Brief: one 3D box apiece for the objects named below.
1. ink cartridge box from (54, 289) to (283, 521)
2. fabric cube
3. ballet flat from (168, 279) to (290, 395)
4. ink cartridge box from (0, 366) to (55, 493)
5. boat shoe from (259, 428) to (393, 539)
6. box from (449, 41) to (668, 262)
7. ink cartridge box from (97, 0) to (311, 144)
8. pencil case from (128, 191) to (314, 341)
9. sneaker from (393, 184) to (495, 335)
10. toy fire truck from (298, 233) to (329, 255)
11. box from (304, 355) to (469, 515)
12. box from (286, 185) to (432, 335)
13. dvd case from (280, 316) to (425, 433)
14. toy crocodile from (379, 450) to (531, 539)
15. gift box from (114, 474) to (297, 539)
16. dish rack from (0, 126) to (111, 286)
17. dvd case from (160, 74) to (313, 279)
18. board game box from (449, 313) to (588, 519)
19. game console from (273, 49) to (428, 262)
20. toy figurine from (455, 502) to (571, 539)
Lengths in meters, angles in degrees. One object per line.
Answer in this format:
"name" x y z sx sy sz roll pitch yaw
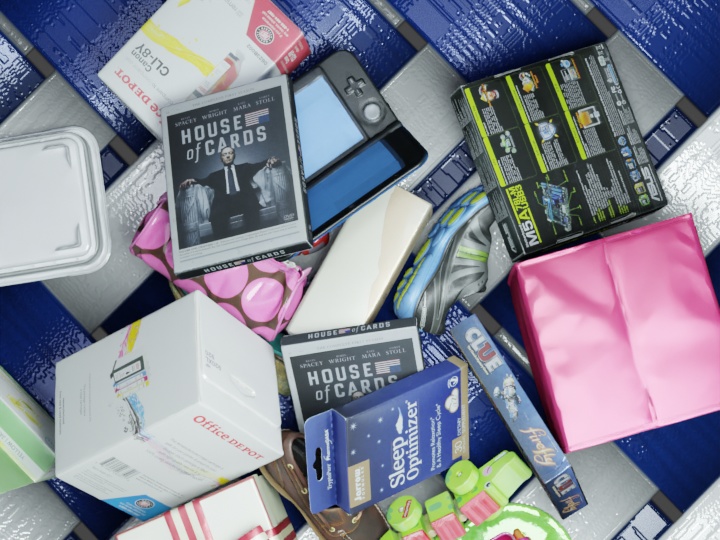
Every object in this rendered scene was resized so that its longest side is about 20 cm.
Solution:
"ink cartridge box" -0.203 0.146 1.638 0.199 0.147 0.146 -26 50 23
"fabric cube" 0.278 0.071 1.643 0.198 0.196 0.201 -16 83 3
"ballet flat" -0.144 0.074 1.739 0.199 0.071 0.071 34 88 8
"ink cartridge box" -0.390 0.168 1.673 0.145 0.200 0.048 44 91 6
"boat shoe" -0.029 0.248 1.673 0.200 0.070 0.071 43 55 -21
"box" 0.220 -0.133 1.708 0.191 0.048 0.202 -19 84 -17
"ink cartridge box" -0.177 -0.236 1.753 0.145 0.083 0.200 44 89 6
"pencil case" -0.154 -0.011 1.700 0.199 0.091 0.094 29 124 3
"sneaker" 0.115 -0.016 1.732 0.082 0.071 0.201 35 85 -16
"toy fire truck" -0.045 -0.124 1.752 0.139 0.049 0.202 -12 85 2
"box" 0.032 0.180 1.631 0.199 0.032 0.122 -20 122 -30
"box" 0.000 0.000 1.717 0.077 0.095 0.201 28 89 4
"dvd case" 0.003 0.149 1.683 0.149 0.025 0.202 -9 121 3
"toy crocodile" 0.096 0.264 1.663 0.199 0.062 0.068 -33 123 9
"gift box" -0.137 0.332 1.650 0.183 0.187 0.201 -28 83 1
"dish rack" -0.394 -0.073 1.774 0.198 0.044 0.174 -9 85 4
"dvd case" -0.134 -0.100 1.637 0.149 0.025 0.202 -14 66 11
"board game box" 0.169 0.156 1.638 0.034 0.136 0.201 -31 62 1
"game console" -0.050 -0.128 1.669 0.199 0.118 0.171 -35 86 -1
"toy figurine" 0.177 0.350 1.630 0.149 0.184 0.201 -30 85 1
